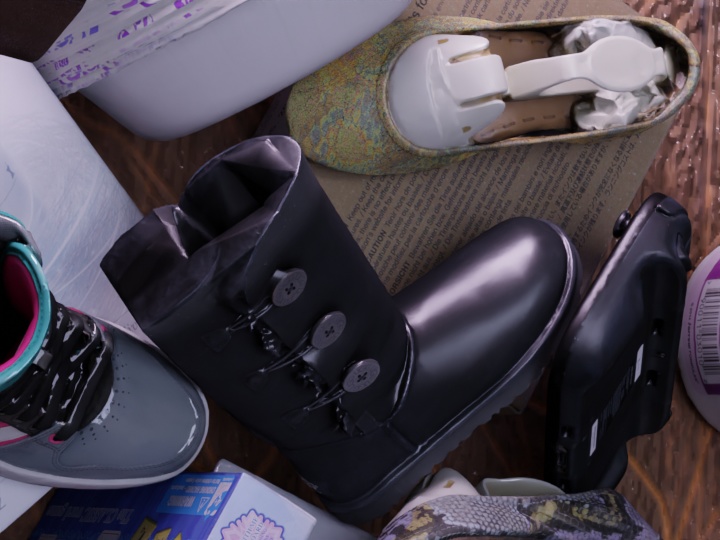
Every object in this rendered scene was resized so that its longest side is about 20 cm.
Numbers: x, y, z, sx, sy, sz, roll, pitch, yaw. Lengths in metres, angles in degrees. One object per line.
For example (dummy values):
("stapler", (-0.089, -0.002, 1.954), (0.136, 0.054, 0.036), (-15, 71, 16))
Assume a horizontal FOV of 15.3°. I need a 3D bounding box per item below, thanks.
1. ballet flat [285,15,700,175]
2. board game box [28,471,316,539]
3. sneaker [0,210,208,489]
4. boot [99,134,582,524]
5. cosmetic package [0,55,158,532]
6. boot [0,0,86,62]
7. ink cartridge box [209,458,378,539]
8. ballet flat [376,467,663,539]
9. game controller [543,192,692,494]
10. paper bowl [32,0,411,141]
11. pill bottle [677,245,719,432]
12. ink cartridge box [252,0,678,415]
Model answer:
("ballet flat", (0.065, -0.084, 1.197), (0.199, 0.071, 0.071), (-7, 90, -26))
("board game box", (-0.119, 0.176, 1.097), (0.041, 0.200, 0.200), (35, 72, -20))
("sneaker", (-0.129, 0.030, 1.010), (0.199, 0.121, 0.084), (21, 78, -24))
("boot", (0.000, 0.001, 1.115), (0.165, 0.066, 0.200), (-51, 138, -8))
("cosmetic package", (-0.202, 0.011, 1.111), (0.199, 0.123, 0.200), (-42, 103, -23))
("boot", (-0.198, -0.096, 1.009), (0.199, 0.187, 0.064), (6, 44, -32))
("ink cartridge box", (-0.026, 0.208, 1.158), (0.173, 0.044, 0.201), (27, 61, -6))
("ballet flat", (0.056, 0.122, 1.191), (0.200, 0.072, 0.072), (6, 84, -45))
("game controller", (0.116, 0.045, 1.239), (0.042, 0.200, 0.104), (35, 69, 19))
("paper bowl", (-0.056, -0.129, 1.146), (0.200, 0.200, 0.105), (-33, 101, -24))
("pill bottle", (0.247, 0.030, 1.288), (0.112, 0.200, 0.113), (2, 86, -26))
("ink cartridge box", (0.044, -0.057, 1.262), (0.164, 0.075, 0.201), (35, 74, -19))
